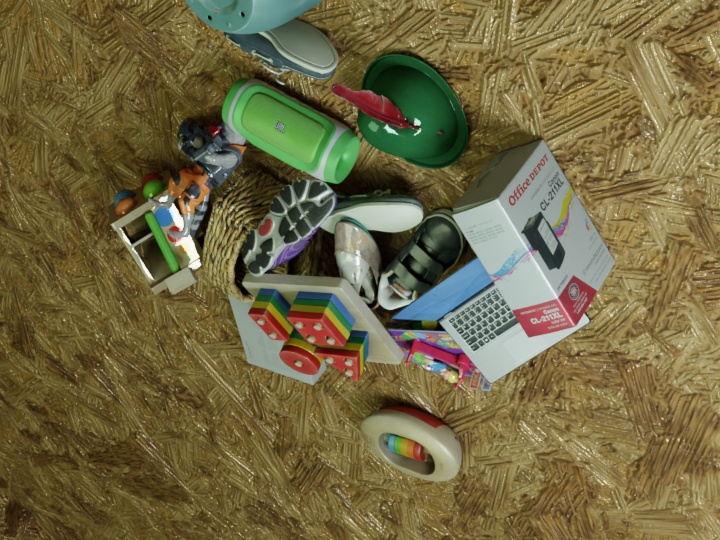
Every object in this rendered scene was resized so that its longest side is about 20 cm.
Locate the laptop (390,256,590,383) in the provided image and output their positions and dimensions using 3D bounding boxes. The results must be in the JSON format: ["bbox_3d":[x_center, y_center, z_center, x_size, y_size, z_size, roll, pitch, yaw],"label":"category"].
[{"bbox_3d":[0.182,0.067,1.587,0.186,0.116,0.201,-35,101,29],"label":"laptop"}]

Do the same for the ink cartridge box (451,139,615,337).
[{"bbox_3d":[0.224,-0.041,1.471,0.082,0.146,0.201,-16,115,46],"label":"ink cartridge box"}]

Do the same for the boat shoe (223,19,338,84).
[{"bbox_3d":[-0.114,-0.307,1.575,0.198,0.075,0.062,29,139,19],"label":"boat shoe"}]

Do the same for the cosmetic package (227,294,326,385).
[{"bbox_3d":[-0.148,0.093,2.000,0.149,0.052,0.202,14,134,29],"label":"cosmetic package"}]

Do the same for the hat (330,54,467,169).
[{"bbox_3d":[0.023,-0.173,1.496,0.165,0.176,0.201,-22,110,49],"label":"hat"}]

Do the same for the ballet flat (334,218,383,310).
[{"bbox_3d":[0.000,0.000,1.720,0.067,0.068,0.201,10,154,24],"label":"ballet flat"}]

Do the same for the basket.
[{"bbox_3d":[-0.155,-0.034,1.812,0.148,0.143,0.202,31,141,15],"label":"basket"}]

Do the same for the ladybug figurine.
[{"bbox_3d":[0.090,0.287,1.957,0.197,0.072,0.137,17,136,28],"label":"ladybug figurine"}]

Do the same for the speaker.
[{"bbox_3d":[-0.101,-0.203,1.654,0.198,0.089,0.089,29,140,16],"label":"speaker"}]

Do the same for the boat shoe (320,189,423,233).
[{"bbox_3d":[0.016,-0.096,1.666,0.198,0.063,0.073,-5,147,46],"label":"boat shoe"}]

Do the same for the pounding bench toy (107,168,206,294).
[{"bbox_3d":[-0.326,-0.063,1.875,0.157,0.123,0.200,60,176,-22],"label":"pounding bench toy"}]

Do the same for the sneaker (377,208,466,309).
[{"bbox_3d":[0.088,-0.007,1.680,0.078,0.079,0.201,39,140,5],"label":"sneaker"}]

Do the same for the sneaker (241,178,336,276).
[{"bbox_3d":[-0.099,-0.069,1.699,0.199,0.083,0.081,-39,74,38],"label":"sneaker"}]

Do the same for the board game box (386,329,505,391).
[{"bbox_3d":[0.123,0.145,1.766,0.198,0.039,0.158,-1,150,44],"label":"board game box"}]

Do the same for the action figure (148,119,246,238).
[{"bbox_3d":[-0.244,-0.159,1.772,0.104,0.194,0.200,35,-170,-26],"label":"action figure"}]

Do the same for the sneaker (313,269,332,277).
[{"bbox_3d":[-0.035,0.081,1.875,0.074,0.080,0.201,41,170,48],"label":"sneaker"}]

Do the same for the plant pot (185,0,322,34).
[{"bbox_3d":[-0.140,-0.394,1.446,0.198,0.161,0.203,24,139,23],"label":"plant pot"}]

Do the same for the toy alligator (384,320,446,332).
[{"bbox_3d":[0.117,0.068,1.748,0.198,0.059,0.055,4,87,40],"label":"toy alligator"}]

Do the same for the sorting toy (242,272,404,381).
[{"bbox_3d":[-0.066,0.094,1.745,0.197,0.070,0.199,2,144,37],"label":"sorting toy"}]
